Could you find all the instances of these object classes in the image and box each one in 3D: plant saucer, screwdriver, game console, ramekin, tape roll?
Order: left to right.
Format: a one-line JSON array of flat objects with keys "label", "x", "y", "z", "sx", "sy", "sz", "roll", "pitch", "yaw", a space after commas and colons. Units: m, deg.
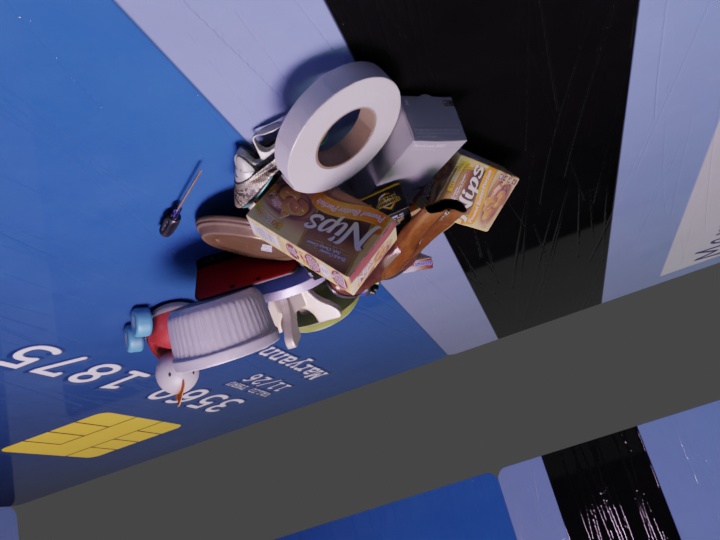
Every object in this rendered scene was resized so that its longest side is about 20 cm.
[{"label": "screwdriver", "x": -0.285, "y": -0.110, "z": 1.165, "sx": 0.028, "sy": 0.029, "sz": 0.200, "roll": -2, "pitch": 151, "yaw": -33}, {"label": "ramekin", "x": -0.252, "y": 0.101, "z": 1.319, "sx": 0.197, "sy": 0.107, "sz": 0.200, "roll": -17, "pitch": -175, "yaw": 1}, {"label": "plant saucer", "x": -0.187, "y": -0.052, "z": 1.258, "sx": 0.196, "sy": 0.030, "sz": 0.200, "roll": 9, "pitch": 168, "yaw": 2}, {"label": "game console", "x": -0.204, "y": 0.016, "z": 1.400, "sx": 0.197, "sy": 0.120, "sz": 0.173, "roll": -16, "pitch": 153, "yaw": 0}, {"label": "plant saucer", "x": -0.087, "y": 0.081, "z": 1.605, "sx": 0.197, "sy": 0.031, "sz": 0.201, "roll": -17, "pitch": -157, "yaw": 7}, {"label": "tape roll", "x": -0.030, "y": -0.194, "z": 1.018, "sx": 0.202, "sy": 0.037, "sz": 0.204, "roll": -35, "pitch": 157, "yaw": -17}]

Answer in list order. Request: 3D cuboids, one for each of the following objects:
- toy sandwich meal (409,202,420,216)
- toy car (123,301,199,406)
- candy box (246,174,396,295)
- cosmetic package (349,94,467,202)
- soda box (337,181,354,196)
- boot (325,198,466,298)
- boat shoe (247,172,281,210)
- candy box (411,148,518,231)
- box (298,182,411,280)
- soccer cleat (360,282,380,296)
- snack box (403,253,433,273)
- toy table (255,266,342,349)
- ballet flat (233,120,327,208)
[{"label": "toy sandwich meal", "x": 0.102, "y": -0.101, "z": 1.428, "sx": 0.202, "sy": 0.071, "sz": 0.205, "roll": -22, "pitch": 169, "yaw": -4}, {"label": "toy car", "x": -0.394, "y": 0.187, "z": 1.580, "sx": 0.182, "sy": 0.203, "sz": 0.177, "roll": -4, "pitch": 157, "yaw": -30}, {"label": "candy box", "x": -0.058, "y": -0.065, "z": 1.089, "sx": 0.116, "sy": 0.198, "sz": 0.056, "roll": -51, "pitch": 156, "yaw": -20}, {"label": "cosmetic package", "x": 0.067, "y": -0.183, "z": 1.154, "sx": 0.105, "sy": 0.092, "sz": 0.200, "roll": -8, "pitch": 161, "yaw": -28}, {"label": "soda box", "x": -0.042, "y": -0.119, "z": 1.254, "sx": 0.063, "sy": 0.069, "sz": 0.200, "roll": -20, "pitch": 158, "yaw": 10}, {"label": "boot", "x": 0.056, "y": -0.035, "z": 1.168, "sx": 0.186, "sy": 0.069, "sz": 0.200, "roll": -8, "pitch": 157, "yaw": -40}, {"label": "boat shoe", "x": -0.115, "y": -0.108, "z": 1.226, "sx": 0.067, "sy": 0.073, "sz": 0.199, "roll": -29, "pitch": 161, "yaw": 19}, {"label": "candy box", "x": 0.187, "y": -0.145, "z": 1.301, "sx": 0.198, "sy": 0.055, "sz": 0.117, "roll": 8, "pitch": 117, "yaw": -50}, {"label": "box", "x": -0.010, "y": -0.059, "z": 1.206, "sx": 0.197, "sy": 0.050, "sz": 0.160, "roll": -24, "pitch": 165, "yaw": 2}, {"label": "soccer cleat", "x": 0.000, "y": -0.001, "z": 1.350, "sx": 0.082, "sy": 0.066, "sz": 0.200, "roll": 11, "pitch": -168, "yaw": 5}, {"label": "snack box", "x": 0.076, "y": -0.027, "z": 1.501, "sx": 0.071, "sy": 0.025, "sz": 0.200, "roll": -8, "pitch": -168, "yaw": -18}, {"label": "toy table", "x": -0.143, "y": 0.063, "z": 1.501, "sx": 0.197, "sy": 0.119, "sz": 0.184, "roll": -9, "pitch": -155, "yaw": 25}, {"label": "ballet flat", "x": -0.137, "y": -0.172, "z": 1.079, "sx": 0.199, "sy": 0.069, "sz": 0.075, "roll": -34, "pitch": 132, "yaw": 26}]
